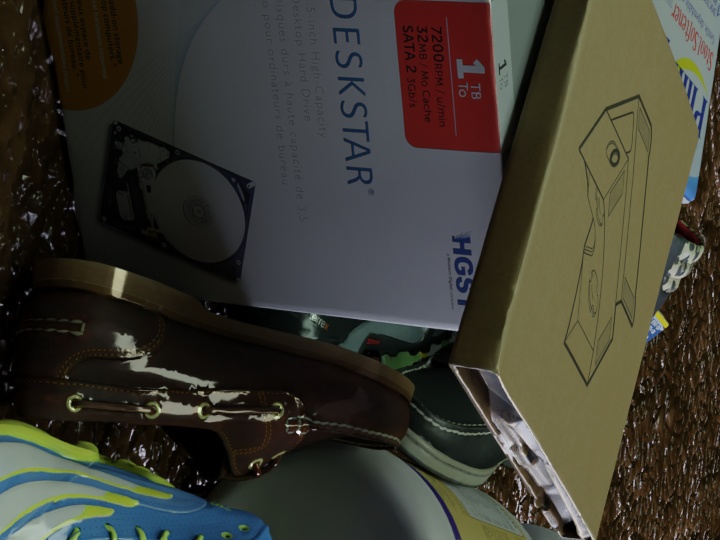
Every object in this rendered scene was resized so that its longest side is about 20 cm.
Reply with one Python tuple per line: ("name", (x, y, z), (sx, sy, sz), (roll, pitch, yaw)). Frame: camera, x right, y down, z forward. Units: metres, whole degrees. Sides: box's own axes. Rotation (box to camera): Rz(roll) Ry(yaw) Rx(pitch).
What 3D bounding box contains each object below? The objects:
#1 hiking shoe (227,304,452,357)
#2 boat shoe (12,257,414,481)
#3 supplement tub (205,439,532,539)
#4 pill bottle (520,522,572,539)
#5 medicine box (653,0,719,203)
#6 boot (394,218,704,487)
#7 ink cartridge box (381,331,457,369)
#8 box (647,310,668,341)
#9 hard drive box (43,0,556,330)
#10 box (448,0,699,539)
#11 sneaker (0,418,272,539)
("hiking shoe", (0.000, 0.000, 0.999), (0.200, 0.074, 0.087), (-25, 118, -61))
("boat shoe", (-0.061, 0.055, 0.835), (0.199, 0.070, 0.071), (19, 69, -35))
("supplement tub", (0.012, 0.168, 0.976), (0.200, 0.144, 0.147), (32, 66, -62))
("pill bottle", (0.079, 0.256, 1.176), (0.201, 0.112, 0.113), (-65, 148, -36))
("medicine box", (0.163, -0.164, 1.276), (0.182, 0.102, 0.202), (28, 69, -63))
("boot", (0.088, 0.027, 0.986), (0.154, 0.073, 0.203), (-55, 156, 15))
("ink cartridge box", (0.080, -0.001, 1.185), (0.200, 0.059, 0.105), (-21, 115, -62))
("box", (0.085, -0.024, 1.071), (0.200, 0.070, 0.064), (47, 9, -34))
("hard drive box", (-0.020, -0.068, 0.797), (0.077, 0.199, 0.157), (-43, 132, -54))
("box", (0.091, -0.014, 0.787), (0.164, 0.021, 0.201), (56, 47, -55))
("sneaker", (-0.093, 0.107, 0.789), (0.200, 0.104, 0.076), (25, 73, -64))
